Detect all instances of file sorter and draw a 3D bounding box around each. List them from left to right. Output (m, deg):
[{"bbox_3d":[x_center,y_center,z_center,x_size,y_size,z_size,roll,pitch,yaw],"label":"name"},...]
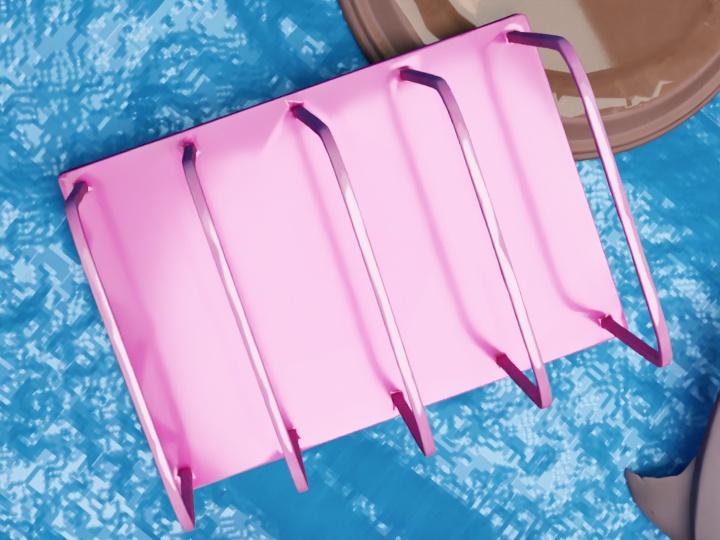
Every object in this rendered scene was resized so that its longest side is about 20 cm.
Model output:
[{"bbox_3d":[0.000,0.000,0.777,0.200,0.125,0.139,-20,98,-3],"label":"file sorter"}]

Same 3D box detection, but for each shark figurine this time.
[{"bbox_3d":[0.153,0.073,0.849,0.128,0.089,0.215,-5,100,-43],"label":"shark figurine"}]

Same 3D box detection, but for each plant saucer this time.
[{"bbox_3d":[0.085,-0.146,0.858,0.200,0.029,0.200,0,89,-9],"label":"plant saucer"}]
